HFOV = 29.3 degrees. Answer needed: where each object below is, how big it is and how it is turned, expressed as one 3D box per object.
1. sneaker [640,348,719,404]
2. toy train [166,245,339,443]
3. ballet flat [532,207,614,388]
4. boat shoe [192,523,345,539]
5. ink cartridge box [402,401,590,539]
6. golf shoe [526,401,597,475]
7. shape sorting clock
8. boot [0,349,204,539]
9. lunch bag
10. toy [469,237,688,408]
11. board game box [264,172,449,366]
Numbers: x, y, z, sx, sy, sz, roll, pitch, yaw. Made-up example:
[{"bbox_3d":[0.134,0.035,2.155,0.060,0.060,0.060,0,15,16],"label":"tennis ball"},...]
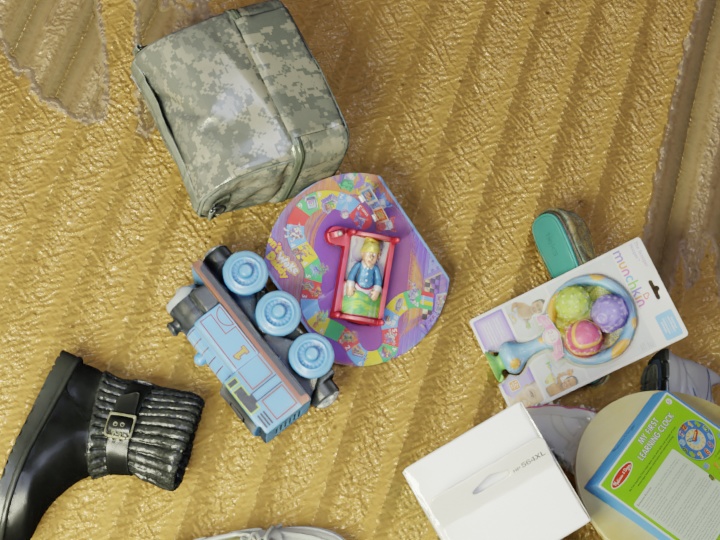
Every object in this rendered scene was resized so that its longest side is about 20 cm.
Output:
[{"bbox_3d":[0.343,0.181,1.435,0.087,0.075,0.201,12,69,-14],"label":"sneaker"},{"bbox_3d":[-0.110,0.071,1.374,0.114,0.087,0.200,-37,81,-15],"label":"toy train"},{"bbox_3d":[0.242,0.026,1.477,0.070,0.071,0.201,-12,75,-16],"label":"ballet flat"},{"bbox_3d":[-0.102,0.273,1.299,0.201,0.086,0.075,0,70,-11],"label":"boat shoe"},{"bbox_3d":[0.125,0.213,1.292,0.128,0.200,0.126,-31,79,-2],"label":"ink cartridge box"},{"bbox_3d":[0.234,0.188,1.371,0.199,0.075,0.092,9,63,29],"label":"golf shoe"},{"bbox_3d":[0.297,0.199,1.280,0.199,0.039,0.201,6,54,-8],"label":"shape sorting clock"},{"bbox_3d":[-0.249,0.188,1.303,0.157,0.079,0.212,23,67,-3],"label":"boot"},{"bbox_3d":[-0.130,-0.164,1.421,0.167,0.139,0.201,-19,76,-24],"label":"lunch bag"},{"bbox_3d":[0.220,0.057,1.415,0.199,0.047,0.116,-28,75,13],"label":"toy"},{"bbox_3d":[0.000,0.000,1.412,0.158,0.039,0.200,-36,96,-12],"label":"board game box"}]
